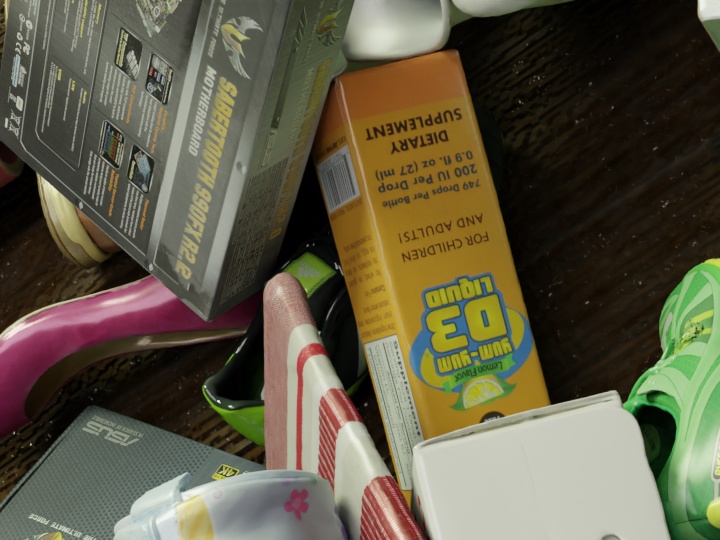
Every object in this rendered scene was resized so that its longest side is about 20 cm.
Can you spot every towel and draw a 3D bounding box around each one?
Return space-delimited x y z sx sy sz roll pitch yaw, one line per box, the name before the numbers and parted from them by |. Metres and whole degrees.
towel | -0.002 0.114 0.651 0.022 0.145 0.201 -10 37 -16

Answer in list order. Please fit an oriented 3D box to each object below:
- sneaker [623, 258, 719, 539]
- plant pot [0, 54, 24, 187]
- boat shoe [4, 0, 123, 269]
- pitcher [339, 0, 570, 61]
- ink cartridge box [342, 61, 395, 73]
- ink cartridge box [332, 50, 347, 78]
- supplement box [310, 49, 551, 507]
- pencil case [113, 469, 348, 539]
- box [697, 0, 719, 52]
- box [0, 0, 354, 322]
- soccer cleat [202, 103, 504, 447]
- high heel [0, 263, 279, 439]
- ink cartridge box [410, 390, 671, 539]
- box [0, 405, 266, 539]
sneaker | 0.135 0.050 0.666 0.083 0.200 0.075 -21 102 10
plant pot | -0.294 -0.084 0.925 0.177 0.200 0.202 -18 66 3
boat shoe | -0.148 -0.104 0.921 0.067 0.072 0.202 -17 75 11
pitcher | 0.087 -0.170 0.754 0.199 0.122 0.171 -34 29 -23
ink cartridge box | -0.023 -0.196 0.877 0.145 0.084 0.201 30 89 29
ink cartridge box | -0.112 -0.151 0.808 0.160 0.050 0.201 -23 96 50
supplement box | 0.033 0.008 0.751 0.066 0.069 0.202 -15 89 -19
pencil case | -0.031 0.172 0.582 0.083 0.090 0.202 -30 65 43
box | 0.211 -0.185 0.737 0.096 0.124 0.202 -3 72 25
box | -0.090 -0.099 0.747 0.158 0.048 0.201 39 137 19
soccer cleat | 0.000 0.000 0.806 0.067 0.081 0.201 36 91 30
high heel | -0.128 0.050 0.862 0.200 0.067 0.096 -43 84 -3
ink cartridge box | 0.071 0.153 0.648 0.082 0.200 0.148 -12 67 -4
box | -0.094 0.156 0.778 0.198 0.051 0.158 15 48 29
